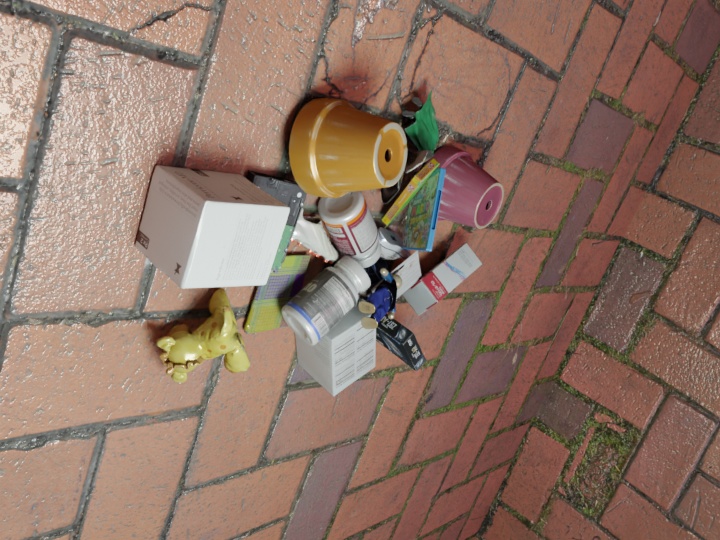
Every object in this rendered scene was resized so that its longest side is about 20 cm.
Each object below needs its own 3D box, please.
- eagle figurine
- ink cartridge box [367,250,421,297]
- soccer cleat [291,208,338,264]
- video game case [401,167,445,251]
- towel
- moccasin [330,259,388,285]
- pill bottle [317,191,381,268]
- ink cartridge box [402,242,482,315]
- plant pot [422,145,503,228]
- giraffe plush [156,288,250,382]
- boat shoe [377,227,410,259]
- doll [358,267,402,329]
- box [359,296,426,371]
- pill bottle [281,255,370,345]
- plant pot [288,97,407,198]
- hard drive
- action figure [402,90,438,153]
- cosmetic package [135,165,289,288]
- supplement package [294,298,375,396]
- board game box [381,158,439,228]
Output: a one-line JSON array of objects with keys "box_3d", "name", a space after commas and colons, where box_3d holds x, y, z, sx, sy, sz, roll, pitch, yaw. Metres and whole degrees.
[{"box_3d": [0.094, -0.254, 1.574, 0.200, 0.150, 0.153, 55, 33, -60], "name": "eagle figurine"}, {"box_3d": [0.087, 0.019, 1.798, 0.162, 0.057, 0.200, -40, 154, -8], "name": "ink cartridge box"}, {"box_3d": [-0.100, -0.076, 1.539, 0.078, 0.069, 0.200, -59, 143, -2], "name": "soccer cleat"}, {"box_3d": [0.155, -0.150, 1.686, 0.018, 0.143, 0.203, 10, 90, -22], "name": "video game case"}, {"box_3d": [-0.194, 0.054, 1.563, 0.143, 0.023, 0.202, -4, 119, -49], "name": "towel"}, {"box_3d": [0.000, 0.000, 1.705, 0.199, 0.080, 0.069, -19, 136, -43], "name": "moccasin"}, {"box_3d": [-0.019, -0.098, 1.579, 0.110, 0.109, 0.201, -46, 144, -15], "name": "pill bottle"}, {"box_3d": [0.236, 0.025, 1.958, 0.199, 0.083, 0.146, -37, 176, -26], "name": "ink cartridge box"}, {"box_3d": [0.270, -0.206, 1.787, 0.199, 0.178, 0.202, -32, 138, -33], "name": "plant pot"}, {"box_3d": [-0.324, 0.151, 1.376, 0.160, 0.200, 0.175, -19, 103, -10], "name": "giraffe plush"}, {"box_3d": [0.069, -0.062, 1.765, 0.065, 0.074, 0.200, -34, 154, 16], "name": "boat shoe"}, {"box_3d": [0.057, 0.059, 1.625, 0.200, 0.048, 0.138, -43, 129, -57], "name": "doll"}, {"box_3d": [0.077, 0.170, 1.830, 0.044, 0.199, 0.161, -46, 145, -14], "name": "box"}, {"box_3d": [-0.076, 0.065, 1.559, 0.200, 0.113, 0.114, -43, 143, -21], "name": "pill bottle"}, {"box_3d": [-0.013, -0.241, 1.366, 0.199, 0.182, 0.203, -22, 118, -51], "name": "plant pot"}, {"box_3d": [-0.199, -0.096, 1.404, 0.139, 0.038, 0.202, 6, 109, -42], "name": "hard drive"}, {"box_3d": [0.152, -0.336, 1.652, 0.119, 0.054, 0.200, -52, 152, -10], "name": "action figure"}, {"box_3d": [-0.270, -0.079, 1.239, 0.199, 0.164, 0.167, -1, 118, -51], "name": "cosmetic package"}, {"box_3d": [-0.063, 0.170, 1.698, 0.150, 0.151, 0.202, -30, 139, -31], "name": "supplement package"}, {"box_3d": [0.118, -0.187, 1.669, 0.096, 0.030, 0.200, -46, 174, -41], "name": "board game box"}]
